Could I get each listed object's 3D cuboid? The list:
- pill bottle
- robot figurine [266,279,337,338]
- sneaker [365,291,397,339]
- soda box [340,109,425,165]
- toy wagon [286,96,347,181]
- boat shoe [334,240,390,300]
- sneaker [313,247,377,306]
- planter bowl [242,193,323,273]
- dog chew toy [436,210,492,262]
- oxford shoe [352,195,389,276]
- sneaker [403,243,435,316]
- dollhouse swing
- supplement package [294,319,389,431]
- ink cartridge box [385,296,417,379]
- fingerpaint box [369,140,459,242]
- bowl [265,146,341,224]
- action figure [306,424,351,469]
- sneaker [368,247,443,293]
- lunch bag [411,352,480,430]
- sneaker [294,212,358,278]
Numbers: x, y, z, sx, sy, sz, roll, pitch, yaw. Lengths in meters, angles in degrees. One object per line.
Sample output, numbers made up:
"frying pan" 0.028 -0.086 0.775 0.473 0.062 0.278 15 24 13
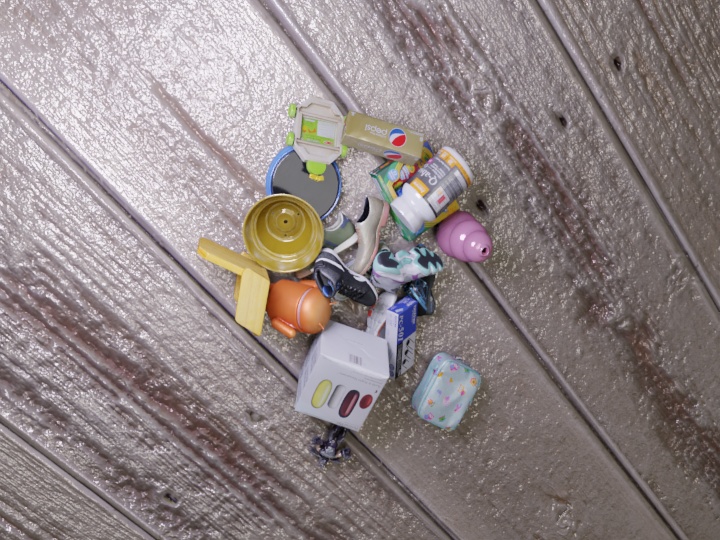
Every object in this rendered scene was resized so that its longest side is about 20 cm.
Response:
"pill bottle" 0.174 -0.197 1.415 0.199 0.116 0.117 -43 109 -2
"robot figurine" -0.156 0.092 1.434 0.195 0.143 0.121 12 105 28
"sneaker" 0.063 0.154 1.580 0.080 0.077 0.205 13 105 -37
"soda box" 0.053 -0.319 1.391 0.194 0.068 0.066 14 80 -12
"toy wagon" -0.106 -0.316 1.396 0.151 0.039 0.207 7 83 -23
"boat shoe" 0.000 0.000 1.520 0.072 0.062 0.201 42 90 -19
"sneaker" -0.043 0.047 1.418 0.199 0.113 0.073 41 123 -16
"planter bowl" -0.185 -0.105 1.400 0.193 0.084 0.206 -1 118 -2
"dog chew toy" 0.277 -0.081 1.499 0.120 0.200 0.129 -6 110 -16
"oxford shoe" 0.009 -0.090 1.464 0.072 0.070 0.206 19 86 -31
"sneaker" 0.158 0.031 1.564 0.079 0.073 0.207 -8 105 -13
"dollhouse swing" -0.315 0.037 1.372 0.170 0.200 0.188 9 101 -17
"supplement package" -0.049 0.270 1.485 0.186 0.149 0.204 20 120 -11
"ink cartridge box" 0.108 0.184 1.557 0.093 0.043 0.206 -28 128 -45
"fingerpaint box" 0.142 -0.209 1.503 0.164 0.073 0.203 -32 109 -6
"bowl" -0.140 -0.215 1.445 0.194 0.039 0.208 -4 104 -14
"action figure" -0.072 0.472 1.611 0.128 0.069 0.204 23 100 -28
"sneaker" 0.112 0.010 1.510 0.193 0.080 0.141 2 143 -17
"lunch bag" 0.245 0.344 1.659 0.157 0.077 0.204 26 95 -17
"sneaker" -0.101 -0.072 1.475 0.198 0.067 0.091 -34 112 -12
